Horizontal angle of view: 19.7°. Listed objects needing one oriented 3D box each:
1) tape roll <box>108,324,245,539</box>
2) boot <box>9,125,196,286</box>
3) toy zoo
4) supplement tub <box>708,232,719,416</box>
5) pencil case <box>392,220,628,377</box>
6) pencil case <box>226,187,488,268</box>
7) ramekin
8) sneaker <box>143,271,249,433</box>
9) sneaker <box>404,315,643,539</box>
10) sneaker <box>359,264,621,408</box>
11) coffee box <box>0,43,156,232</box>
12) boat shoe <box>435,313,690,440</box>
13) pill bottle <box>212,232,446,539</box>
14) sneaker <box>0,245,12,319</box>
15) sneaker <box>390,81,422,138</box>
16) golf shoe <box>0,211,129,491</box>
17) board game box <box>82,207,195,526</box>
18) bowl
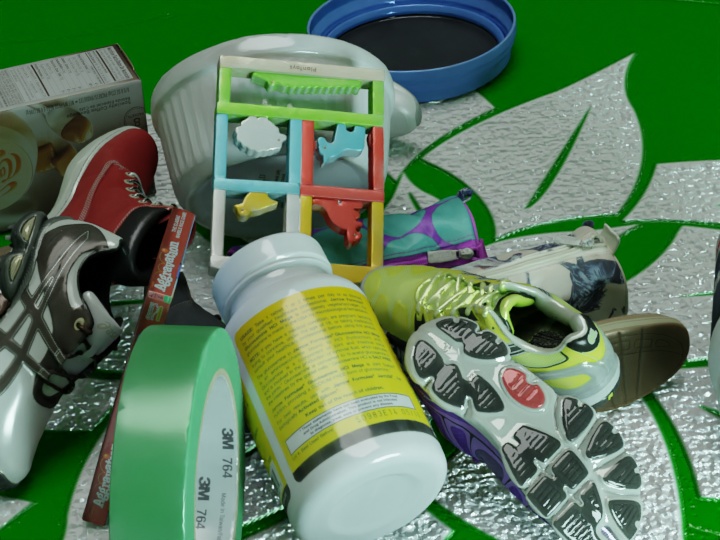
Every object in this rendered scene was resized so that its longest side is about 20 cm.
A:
[{"bbox_3d":[-0.111,0.135,1.297,0.048,0.202,0.201,2,33,7],"label":"tape roll"},{"bbox_3d":[-0.168,-0.049,1.594,0.143,0.073,0.201,-10,33,30],"label":"boot"},{"bbox_3d":[-0.047,-0.060,1.549,0.130,0.020,0.202,4,71,-10],"label":"toy zoo"},{"bbox_3d":[0.316,0.037,1.457,0.139,0.141,0.201,3,33,10],"label":"supplement tub"},{"bbox_3d":[0.101,0.024,1.548,0.198,0.090,0.078,-16,37,-17],"label":"pencil case"},{"bbox_3d":[0.000,0.000,1.597,0.198,0.086,0.092,-14,3,-13],"label":"pencil case"},{"bbox_3d":[-0.066,-0.100,1.670,0.200,0.203,0.095,-6,66,-3],"label":"ramekin"},{"bbox_3d":[-0.108,0.065,1.540,0.105,0.075,0.201,0,33,-13],"label":"sneaker"},{"bbox_3d":[0.110,0.113,1.395,0.080,0.084,0.200,-39,74,-18],"label":"sneaker"},{"bbox_3d":[0.088,0.029,1.437,0.198,0.077,0.076,17,59,24],"label":"sneaker"},{"bbox_3d":[-0.284,-0.107,1.769,0.198,0.115,0.080,-14,34,-17],"label":"coffee box"},{"bbox_3d":[0.139,0.065,1.500,0.198,0.073,0.065,-17,36,-9],"label":"boat shoe"},{"bbox_3d":[-0.028,0.077,1.405,0.111,0.113,0.201,-15,57,-17],"label":"pill bottle"},{"bbox_3d":[-0.304,0.031,1.599,0.199,0.071,0.075,-23,39,-26],"label":"sneaker"},{"bbox_3d":[-0.044,-0.127,1.828,0.198,0.071,0.081,2,48,14],"label":"sneaker"},{"bbox_3d":[-0.218,0.057,1.464,0.094,0.078,0.202,4,77,20],"label":"golf shoe"},{"bbox_3d":[-0.152,0.067,1.413,0.019,0.201,0.103,16,33,-6],"label":"board game box"},{"bbox_3d":[0.049,-0.218,1.970,0.198,0.040,0.201,-3,33,2],"label":"bowl"}]
